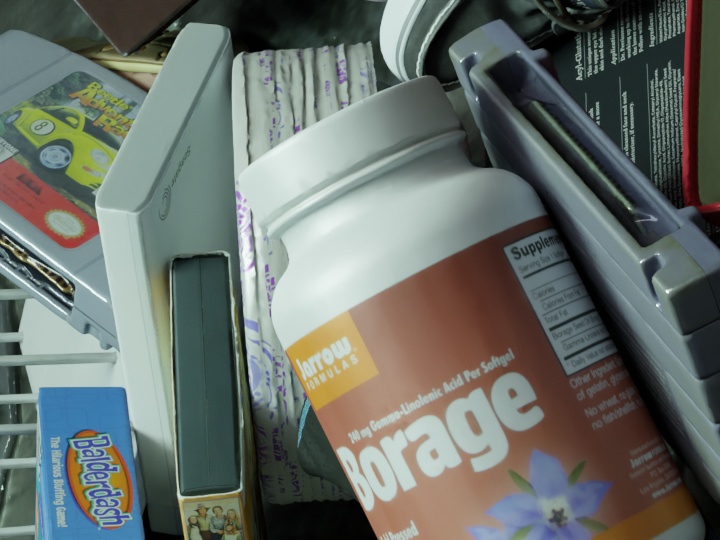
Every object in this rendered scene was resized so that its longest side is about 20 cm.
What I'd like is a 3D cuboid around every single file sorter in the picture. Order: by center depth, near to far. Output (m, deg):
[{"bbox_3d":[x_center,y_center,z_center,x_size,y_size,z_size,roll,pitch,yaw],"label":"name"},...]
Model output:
[{"bbox_3d":[-0.190,0.057,1.469,0.201,0.124,0.139,-112,29,-42],"label":"file sorter"}]

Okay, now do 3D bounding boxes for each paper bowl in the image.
[{"bbox_3d":[0.000,0.000,1.284,0.104,0.201,0.202,-5,58,-1],"label":"paper bowl"}]

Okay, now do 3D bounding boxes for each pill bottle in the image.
[{"bbox_3d":[0.036,0.036,1.070,0.112,0.112,0.201,-31,84,36],"label":"pill bottle"}]

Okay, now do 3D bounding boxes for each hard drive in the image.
[{"bbox_3d":[-0.079,0.006,1.339,0.027,0.201,0.132,7,43,14],"label":"hard drive"}]

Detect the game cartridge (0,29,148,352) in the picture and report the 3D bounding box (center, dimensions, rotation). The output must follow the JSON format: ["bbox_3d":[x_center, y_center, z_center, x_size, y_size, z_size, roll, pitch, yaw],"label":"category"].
[{"bbox_3d":[-0.145,-0.046,1.465,0.200,0.133,0.041,35,133,22],"label":"game cartridge"}]

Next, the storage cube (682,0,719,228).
[{"bbox_3d":[0.237,-0.088,1.037,0.170,0.179,0.201,-19,59,43],"label":"storage cube"}]

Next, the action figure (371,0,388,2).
[{"bbox_3d":[0.053,-0.195,1.345,0.200,0.133,0.150,-44,-24,-76],"label":"action figure"}]

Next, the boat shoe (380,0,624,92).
[{"bbox_3d":[0.093,-0.134,1.200,0.200,0.070,0.066,-39,46,14],"label":"boat shoe"}]

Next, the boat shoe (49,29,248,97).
[{"bbox_3d":[-0.133,-0.091,1.572,0.199,0.072,0.068,0,104,41],"label":"boat shoe"}]

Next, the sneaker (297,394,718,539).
[{"bbox_3d":[0.064,0.097,1.171,0.073,0.200,0.082,-50,-3,-42],"label":"sneaker"}]

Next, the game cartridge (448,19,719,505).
[{"bbox_3d":[0.100,0.001,1.070,0.038,0.130,0.200,-31,36,-3],"label":"game cartridge"}]

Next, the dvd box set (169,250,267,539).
[{"bbox_3d":[-0.058,0.113,1.276,0.029,0.201,0.147,-6,42,-1],"label":"dvd box set"}]

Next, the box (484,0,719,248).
[{"bbox_3d":[0.126,-0.070,1.238,0.141,0.079,0.201,-21,56,38],"label":"box"}]

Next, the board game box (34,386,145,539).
[{"bbox_3d":[-0.125,0.178,1.326,0.152,0.045,0.201,-105,18,-57],"label":"board game box"}]

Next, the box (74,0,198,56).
[{"bbox_3d":[-0.062,-0.200,1.462,0.200,0.075,0.100,-42,5,7],"label":"box"}]
